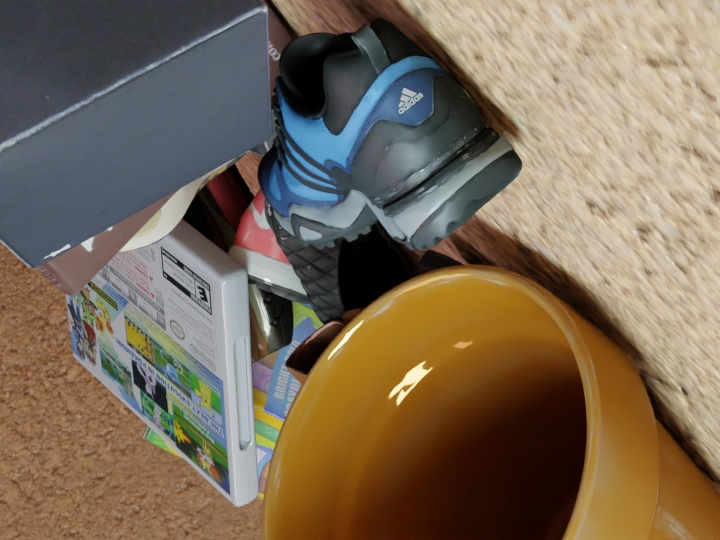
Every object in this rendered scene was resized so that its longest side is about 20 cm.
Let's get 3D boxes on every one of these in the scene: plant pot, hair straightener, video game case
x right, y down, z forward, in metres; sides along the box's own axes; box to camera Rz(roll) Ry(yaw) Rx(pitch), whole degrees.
[{"bbox_3d":[0.085,0.124,0.866,0.183,0.201,0.200,29,-176,-40],"label":"plant pot"},{"bbox_3d":[-0.144,-0.094,1.130,0.201,0.077,0.041,60,-159,2],"label":"hair straightener"},{"bbox_3d":[-0.133,0.029,1.149,0.200,0.022,0.183,36,139,38],"label":"video game case"}]

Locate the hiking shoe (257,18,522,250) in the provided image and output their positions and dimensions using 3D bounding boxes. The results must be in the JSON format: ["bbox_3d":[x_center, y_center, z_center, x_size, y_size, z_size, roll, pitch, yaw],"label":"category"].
[{"bbox_3d":[-0.002,-0.062,0.741,0.087,0.074,0.200,56,162,-13],"label":"hiking shoe"}]

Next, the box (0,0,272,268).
[{"bbox_3d":[-0.125,-0.125,0.641,0.199,0.123,0.200,62,175,5],"label":"box"}]

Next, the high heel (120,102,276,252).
[{"bbox_3d":[-0.140,-0.059,1.022,0.142,0.199,0.072,21,128,65],"label":"high heel"}]

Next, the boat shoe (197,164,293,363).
[{"bbox_3d":[-0.108,-0.032,1.185,0.201,0.073,0.076,67,-165,2],"label":"boat shoe"}]

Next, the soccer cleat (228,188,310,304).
[{"bbox_3d":[-0.023,-0.017,1.144,0.068,0.074,0.200,20,-178,20],"label":"soccer cleat"}]

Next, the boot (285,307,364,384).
[{"bbox_3d":[0.014,0.105,1.095,0.155,0.077,0.200,33,148,-12],"label":"boot"}]

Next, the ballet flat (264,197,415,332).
[{"bbox_3d":[0.000,0.000,1.059,0.056,0.067,0.200,20,164,28],"label":"ballet flat"}]

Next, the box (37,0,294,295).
[{"bbox_3d":[-0.168,-0.128,0.869,0.200,0.164,0.166,35,168,50],"label":"box"}]

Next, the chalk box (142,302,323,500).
[{"bbox_3d":[-0.070,0.071,1.257,0.199,0.124,0.125,26,147,-2],"label":"chalk box"}]

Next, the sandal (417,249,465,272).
[{"bbox_3d":[0.096,0.067,0.964,0.200,0.045,0.075,48,172,-23],"label":"sandal"}]
